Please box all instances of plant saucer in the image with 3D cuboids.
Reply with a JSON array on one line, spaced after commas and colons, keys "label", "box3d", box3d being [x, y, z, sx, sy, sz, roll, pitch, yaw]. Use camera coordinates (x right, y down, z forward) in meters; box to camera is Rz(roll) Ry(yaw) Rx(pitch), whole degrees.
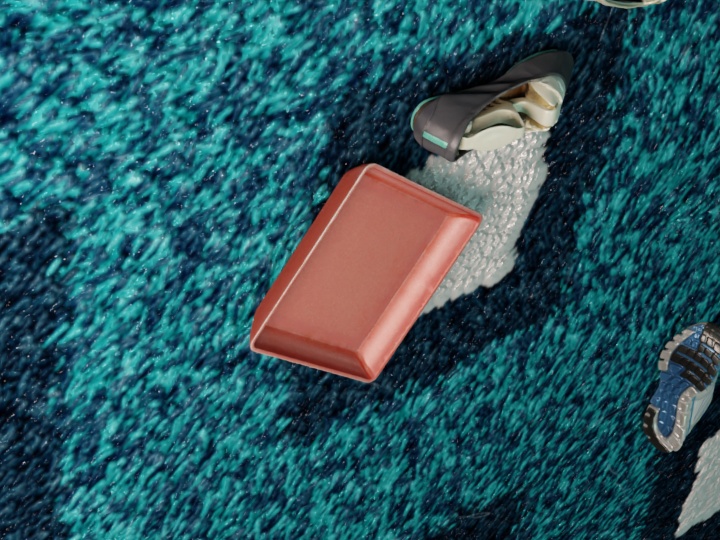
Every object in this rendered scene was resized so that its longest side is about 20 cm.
[{"label": "plant saucer", "box3d": [0.000, 0.000, 1.475, 0.200, 0.037, 0.200, 20, 107, -54]}]

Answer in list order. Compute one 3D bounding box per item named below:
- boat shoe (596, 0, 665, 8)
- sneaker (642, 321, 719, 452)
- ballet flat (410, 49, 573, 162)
[{"label": "boat shoe", "box3d": [0.260, -0.270, 1.483, 0.200, 0.062, 0.072, -15, 132, -40]}, {"label": "sneaker", "box3d": [0.423, 0.136, 2.038, 0.087, 0.075, 0.200, -30, 147, -41]}, {"label": "ballet flat", "box3d": [0.138, -0.146, 1.461, 0.200, 0.073, 0.073, -23, 137, -32]}]
